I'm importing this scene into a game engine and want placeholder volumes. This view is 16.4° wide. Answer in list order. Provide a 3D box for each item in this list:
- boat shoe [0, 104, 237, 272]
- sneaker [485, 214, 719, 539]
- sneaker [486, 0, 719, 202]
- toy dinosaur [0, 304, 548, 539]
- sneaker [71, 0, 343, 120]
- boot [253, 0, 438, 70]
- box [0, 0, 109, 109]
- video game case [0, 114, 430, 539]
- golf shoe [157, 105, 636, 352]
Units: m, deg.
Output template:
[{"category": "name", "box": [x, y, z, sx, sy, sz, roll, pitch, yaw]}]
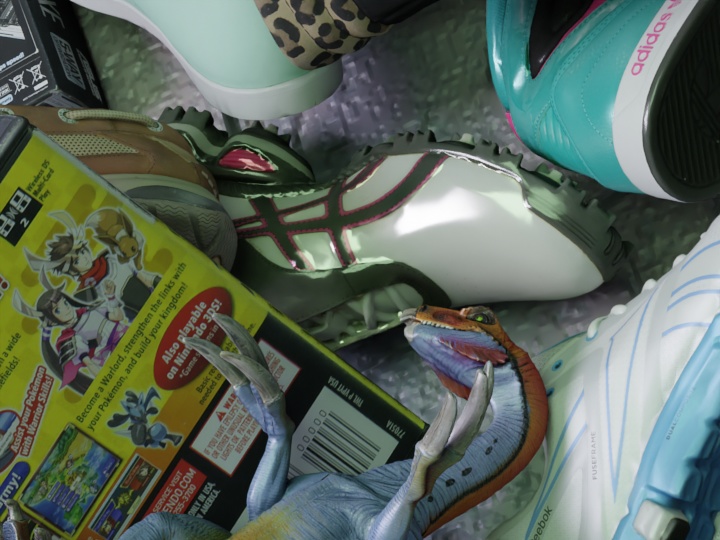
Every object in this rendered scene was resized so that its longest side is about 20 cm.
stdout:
[{"category": "boat shoe", "box": [-0.143, -0.023, 0.836, 0.072, 0.199, 0.076, -104, 25, -45]}, {"category": "sneaker", "box": [0.100, 0.028, 0.828, 0.087, 0.075, 0.200, 25, 85, 34]}, {"category": "sneaker", "box": [0.112, -0.106, 0.861, 0.121, 0.084, 0.200, 9, 52, 47]}, {"category": "toy dinosaur", "box": [-0.023, 0.083, 0.793, 0.105, 0.181, 0.200, 48, 137, 37]}, {"category": "sneaker", "box": [-0.073, -0.147, 0.910, 0.074, 0.119, 0.200, -25, 39, -22]}, {"category": "boot", "box": [0.022, -0.169, 0.776, 0.150, 0.073, 0.201, -26, 65, 28]}, {"category": "box", "box": [-0.214, -0.080, 1.012, 0.200, 0.050, 0.158, -29, 64, 13]}, {"category": "video game case", "box": [-0.097, 0.083, 0.793, 0.200, 0.181, 0.025, -57, 25, -11]}, {"category": "golf shoe", "box": [0.000, 0.000, 0.873, 0.199, 0.077, 0.088, 5, 63, 34]}]
